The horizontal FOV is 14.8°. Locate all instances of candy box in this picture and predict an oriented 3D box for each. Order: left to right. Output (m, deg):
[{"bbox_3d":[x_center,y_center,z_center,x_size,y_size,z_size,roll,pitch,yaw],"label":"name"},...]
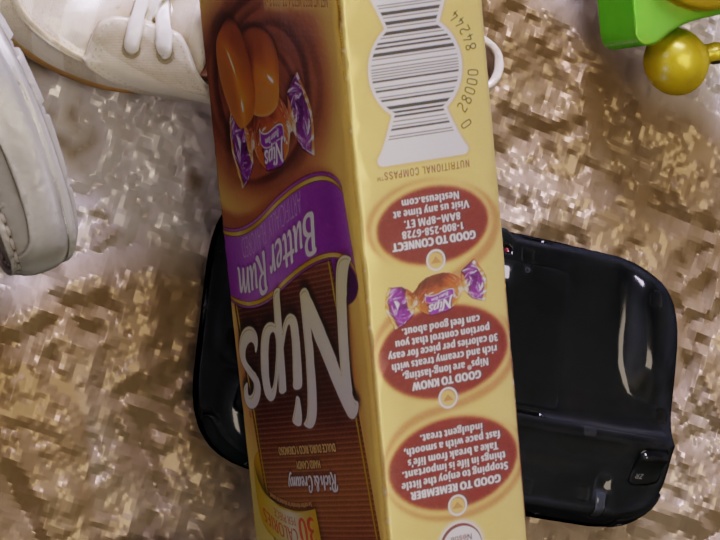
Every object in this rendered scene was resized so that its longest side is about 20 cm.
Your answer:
[{"bbox_3d":[0.000,0.000,0.914,0.056,0.117,0.201,-11,99,-23],"label":"candy box"}]

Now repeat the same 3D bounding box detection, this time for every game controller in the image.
[{"bbox_3d":[0.033,0.033,1.029,0.199,0.042,0.105,12,70,-27],"label":"game controller"}]

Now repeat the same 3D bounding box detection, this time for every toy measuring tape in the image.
[{"bbox_3d":[0.119,-0.167,1.052,0.073,0.073,0.201,-7,93,-26],"label":"toy measuring tape"}]

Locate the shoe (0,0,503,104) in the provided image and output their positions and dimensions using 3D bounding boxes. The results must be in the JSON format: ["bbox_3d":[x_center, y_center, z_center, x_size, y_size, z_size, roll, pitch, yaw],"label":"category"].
[{"bbox_3d":[-0.040,-0.090,0.979,0.199,0.053,0.070,13,84,-26],"label":"shoe"}]

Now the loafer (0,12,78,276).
[{"bbox_3d":[-0.160,-0.082,0.914,0.070,0.070,0.201,-32,95,-18],"label":"loafer"}]
